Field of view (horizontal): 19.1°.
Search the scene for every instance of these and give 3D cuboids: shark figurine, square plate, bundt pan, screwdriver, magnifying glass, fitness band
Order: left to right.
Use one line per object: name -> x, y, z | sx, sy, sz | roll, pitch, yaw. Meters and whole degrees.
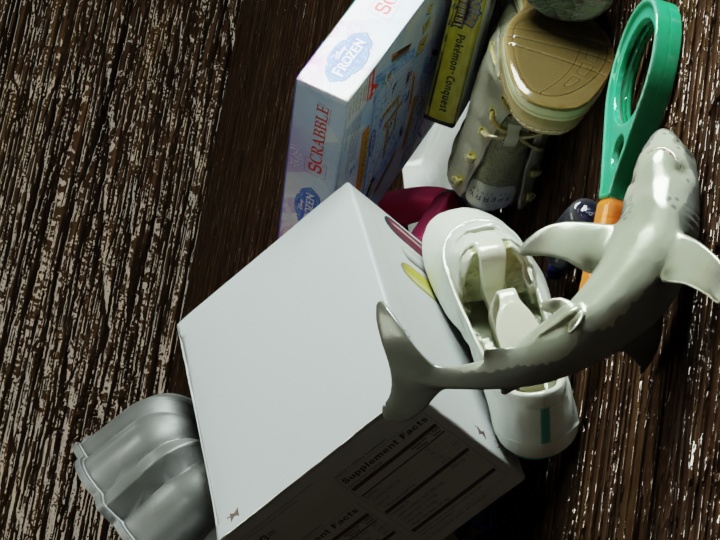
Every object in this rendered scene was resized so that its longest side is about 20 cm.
bundt pan -> -0.090, 0.155, 1.398 | 0.076, 0.202, 0.202 | -47, 15, 6
fitness band -> 0.000, 0.000, 1.509 | 0.143, 0.037, 0.200 | -16, 25, 36
square plate -> 0.081, -0.110, 1.642 | 0.200, 0.028, 0.198 | -96, 25, -58
screwdriver -> 0.121, 0.008, 1.358 | 0.200, 0.029, 0.028 | 104, 174, -63
shark figurine -> 0.116, 0.033, 1.118 | 0.128, 0.214, 0.090 | 50, 173, 42
magnifying glass -> 0.152, -0.061, 1.247 | 0.080, 0.022, 0.201 | 163, 118, -78

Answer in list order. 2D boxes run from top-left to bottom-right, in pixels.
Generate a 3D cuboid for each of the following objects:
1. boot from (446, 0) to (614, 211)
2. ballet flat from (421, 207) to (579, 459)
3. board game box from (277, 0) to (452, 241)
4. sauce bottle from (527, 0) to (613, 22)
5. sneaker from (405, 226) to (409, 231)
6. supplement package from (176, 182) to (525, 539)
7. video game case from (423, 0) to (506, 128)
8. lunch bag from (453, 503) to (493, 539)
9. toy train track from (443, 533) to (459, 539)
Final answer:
boot -> 0.106, -0.100, 1.405 | 0.200, 0.072, 0.155 | -84, 12, -58
ballet flat -> 0.086, 0.020, 1.283 | 0.070, 0.069, 0.200 | 113, 150, -42
board game box -> 0.013, -0.122, 1.457 | 0.200, 0.041, 0.200 | -55, -14, -34
sauce bottle -> 0.146, -0.254, 1.384 | 0.065, 0.065, 0.200 | 118, 166, -55
sneaker -> 0.007, -0.022, 1.717 | 0.200, 0.112, 0.073 | -99, 26, -63
supplement package -> -0.011, 0.077, 1.318 | 0.156, 0.111, 0.200 | -39, 38, 18
video game case -> 0.102, -0.224, 1.479 | 0.200, 0.025, 0.181 | -60, -12, -46
lunch bag -> 0.047, 0.087, 1.459 | 0.151, 0.094, 0.201 | 126, 160, -68
toy train track -> 0.036, 0.234, 1.430 | 0.115, 0.032, 0.200 | 52, 140, 25
